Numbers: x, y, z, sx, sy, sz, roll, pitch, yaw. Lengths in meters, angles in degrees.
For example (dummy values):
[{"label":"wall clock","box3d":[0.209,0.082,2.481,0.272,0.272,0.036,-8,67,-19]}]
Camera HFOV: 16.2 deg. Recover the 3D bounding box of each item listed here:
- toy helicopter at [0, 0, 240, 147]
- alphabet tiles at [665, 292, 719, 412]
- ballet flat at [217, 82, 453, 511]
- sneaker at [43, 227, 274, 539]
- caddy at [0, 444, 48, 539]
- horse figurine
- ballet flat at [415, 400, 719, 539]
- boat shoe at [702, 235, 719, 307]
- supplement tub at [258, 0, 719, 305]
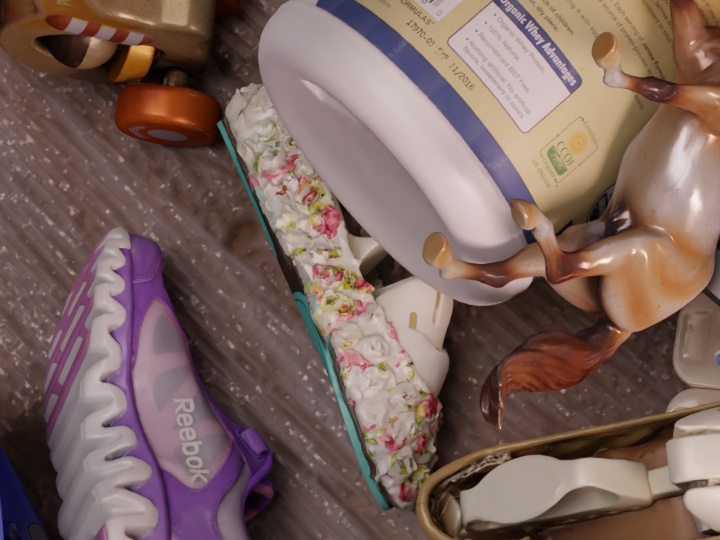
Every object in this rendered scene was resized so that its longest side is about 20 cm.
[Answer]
[{"label":"toy helicopter","box3d":[-0.128,-0.117,1.060,0.132,0.200,0.079,7,79,6]},{"label":"alphabet tiles","box3d":[0.209,0.072,0.973,0.196,0.015,0.200,5,78,23]},{"label":"ballet flat","box3d":[0.000,0.000,1.048,0.064,0.076,0.200,-25,70,6]},{"label":"sneaker","box3d":[-0.081,0.072,1.064,0.080,0.088,0.200,119,150,-46]},{"label":"caddy","box3d":[-0.176,0.128,1.034,0.105,0.141,0.200,0,46,-12]},{"label":"horse figurine","box3d":[0.104,-0.032,0.910,0.050,0.133,0.200,38,101,45]},{"label":"ballet flat","box3d":[0.113,0.085,0.971,0.200,0.063,0.069,-15,67,24]},{"label":"boat shoe","box3d":[0.182,-0.003,0.935,0.091,0.071,0.200,-47,39,4]},{"label":"supplement tub","box3d":[0.076,-0.098,0.984,0.200,0.144,0.144,-41,63,-12]}]
